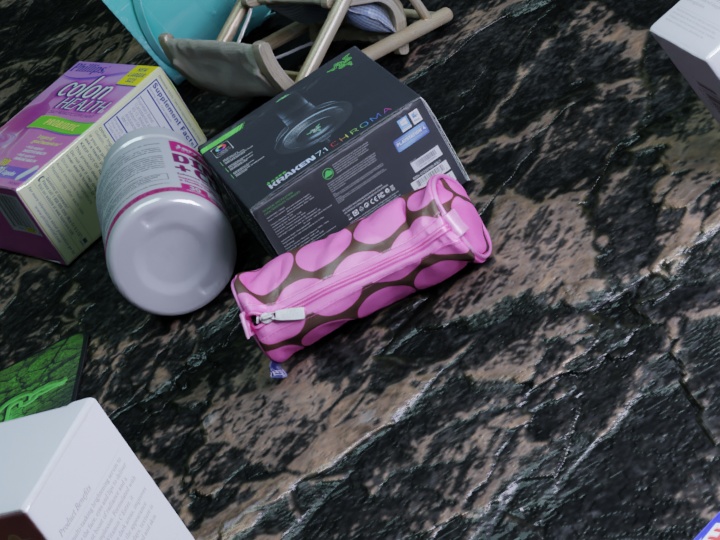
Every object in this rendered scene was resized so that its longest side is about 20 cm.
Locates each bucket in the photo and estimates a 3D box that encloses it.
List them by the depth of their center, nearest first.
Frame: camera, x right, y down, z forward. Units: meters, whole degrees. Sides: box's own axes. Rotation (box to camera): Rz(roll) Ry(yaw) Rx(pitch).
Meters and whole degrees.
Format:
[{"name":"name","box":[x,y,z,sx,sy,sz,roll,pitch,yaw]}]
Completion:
[{"name":"bucket","box":[-0.204,-0.307,2.244,0.135,0.207,0.207,-42,26,1]}]

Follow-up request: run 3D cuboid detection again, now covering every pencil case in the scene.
[{"name":"pencil case","box":[0.000,0.000,1.617,0.199,0.091,0.094,-29,-9,11]}]

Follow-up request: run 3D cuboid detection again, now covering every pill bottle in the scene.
[{"name":"pill bottle","box":[-0.177,-0.050,1.861,0.113,0.114,0.200,-30,27,3]}]

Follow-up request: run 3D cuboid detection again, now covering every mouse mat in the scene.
[{"name":"mouse mat","box":[-0.329,0.131,1.834,0.199,0.008,0.161,-26,27,13]}]

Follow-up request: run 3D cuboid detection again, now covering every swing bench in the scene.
[{"name":"swing bench","box":[-0.057,-0.236,2.043,0.200,0.130,0.199,-47,30,-17]}]

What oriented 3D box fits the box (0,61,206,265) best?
[{"name":"box","box":[-0.289,-0.112,2.108,0.200,0.097,0.176,-43,28,-22]}]

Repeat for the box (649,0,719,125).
[{"name":"box","box":[0.331,-0.185,1.504,0.200,0.124,0.097,-41,27,0]}]

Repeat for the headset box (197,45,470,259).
[{"name":"headset box","box":[-0.028,-0.093,1.799,0.174,0.093,0.200,-33,26,-4]}]

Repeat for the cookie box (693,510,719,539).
[{"name":"cookie box","box":[0.235,0.192,1.041,0.171,0.075,0.200,-43,28,-20]}]

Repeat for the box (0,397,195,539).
[{"name":"box","box":[-0.197,0.201,1.350,0.152,0.200,0.107,-15,31,32]}]
